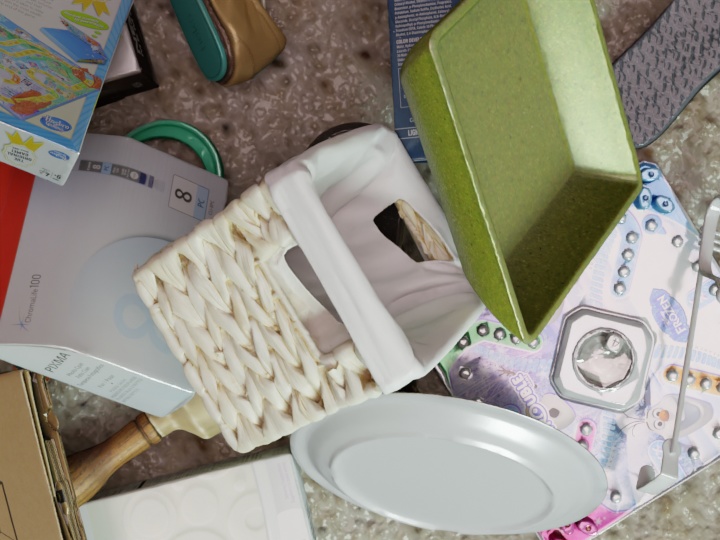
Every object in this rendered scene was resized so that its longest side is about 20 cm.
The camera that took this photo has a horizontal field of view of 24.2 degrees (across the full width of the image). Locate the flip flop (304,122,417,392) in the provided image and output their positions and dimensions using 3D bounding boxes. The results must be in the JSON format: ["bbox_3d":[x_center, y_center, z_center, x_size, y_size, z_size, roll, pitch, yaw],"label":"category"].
[{"bbox_3d":[0.000,0.000,1.105,0.081,0.058,0.200,-7,107,10],"label":"flip flop"}]

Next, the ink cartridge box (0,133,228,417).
[{"bbox_3d":[-0.182,-0.019,1.004,0.200,0.047,0.160,24,53,-25],"label":"ink cartridge box"}]

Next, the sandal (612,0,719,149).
[{"bbox_3d":[0.233,-0.162,1.118,0.200,0.043,0.076,-38,85,9],"label":"sandal"}]

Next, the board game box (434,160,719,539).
[{"bbox_3d":[0.163,0.060,1.123,0.200,0.026,0.200,-32,92,-1],"label":"board game box"}]

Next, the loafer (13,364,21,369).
[{"bbox_3d":[-0.208,-0.036,1.077,0.072,0.073,0.200,-21,87,19],"label":"loafer"}]

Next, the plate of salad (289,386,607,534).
[{"bbox_3d":[0.056,0.116,1.052,0.200,0.200,0.048,13,60,-2],"label":"plate of salad"}]

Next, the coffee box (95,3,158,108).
[{"bbox_3d":[-0.198,-0.204,1.065,0.080,0.113,0.200,-17,91,-1],"label":"coffee box"}]

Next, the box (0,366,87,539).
[{"bbox_3d":[-0.248,0.154,1.054,0.200,0.021,0.164,-14,91,39],"label":"box"}]

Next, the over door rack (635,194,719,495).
[{"bbox_3d":[0.277,0.064,1.080,0.148,0.067,0.200,18,79,-11],"label":"over door rack"}]

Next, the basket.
[{"bbox_3d":[-0.024,0.009,0.969,0.123,0.200,0.136,-30,92,20],"label":"basket"}]

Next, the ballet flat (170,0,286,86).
[{"bbox_3d":[-0.113,-0.217,1.102,0.063,0.069,0.200,-28,95,-29],"label":"ballet flat"}]

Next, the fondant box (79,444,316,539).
[{"bbox_3d":[-0.123,0.209,1.102,0.200,0.058,0.145,-14,91,0],"label":"fondant box"}]

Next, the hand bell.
[{"bbox_3d":[-0.142,0.103,1.066,0.200,0.104,0.104,-34,92,-6],"label":"hand bell"}]

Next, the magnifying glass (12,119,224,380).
[{"bbox_3d":[-0.164,-0.011,1.114,0.080,0.022,0.200,35,92,1],"label":"magnifying glass"}]

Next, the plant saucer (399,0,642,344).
[{"bbox_3d":[0.093,-0.089,1.010,0.048,0.200,0.200,-2,120,33],"label":"plant saucer"}]

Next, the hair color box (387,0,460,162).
[{"bbox_3d":[0.066,-0.170,1.073,0.060,0.100,0.200,-3,91,31],"label":"hair color box"}]

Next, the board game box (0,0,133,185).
[{"bbox_3d":[-0.237,-0.143,0.936,0.200,0.034,0.135,23,51,-13],"label":"board game box"}]
